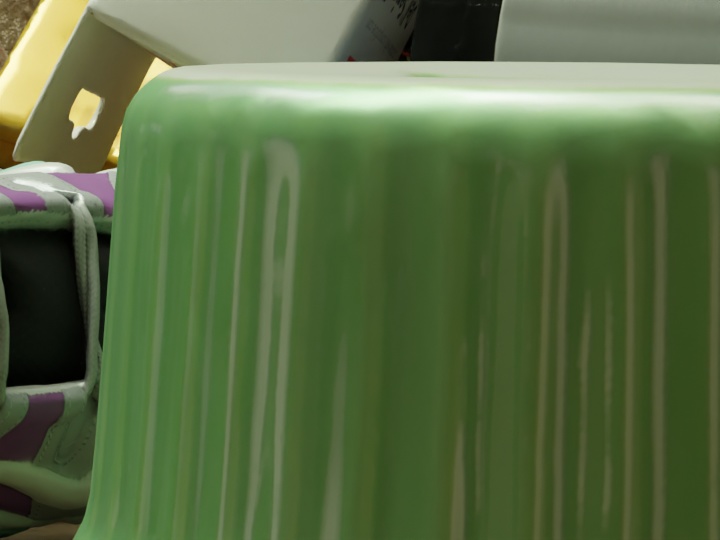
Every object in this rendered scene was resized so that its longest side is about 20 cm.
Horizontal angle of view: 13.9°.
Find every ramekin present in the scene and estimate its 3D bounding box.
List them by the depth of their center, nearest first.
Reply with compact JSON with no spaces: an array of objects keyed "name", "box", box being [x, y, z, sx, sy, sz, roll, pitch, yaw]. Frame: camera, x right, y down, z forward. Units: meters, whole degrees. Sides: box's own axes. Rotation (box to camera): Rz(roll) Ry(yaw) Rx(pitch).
[{"name":"ramekin","box":[0.048,0.015,0.502,0.200,0.098,0.200,0,5,0]}]

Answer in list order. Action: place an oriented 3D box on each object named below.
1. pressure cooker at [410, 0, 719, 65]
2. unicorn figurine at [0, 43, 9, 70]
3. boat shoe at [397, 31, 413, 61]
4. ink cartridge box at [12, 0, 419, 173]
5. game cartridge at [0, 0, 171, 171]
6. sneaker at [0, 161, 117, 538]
[{"name":"pressure cooker","box":[0.108,-0.038,0.683,0.200,0.176,0.179,9,6,39]},{"name":"unicorn figurine","box":[-0.170,-0.023,1.060,0.200,0.074,0.137,-12,-12,36]},{"name":"boat shoe","box":[0.020,-0.084,0.875,0.201,0.074,0.063,27,-32,9]},{"name":"ink cartridge box","box":[-0.009,-0.098,0.791,0.067,0.200,0.117,29,1,6]},{"name":"game cartridge","box":[0.006,-0.071,0.917,0.200,0.176,0.032,20,-35,4]},{"name":"sneaker","box":[-0.083,0.011,0.542,0.200,0.078,0.140,-12,-7,-21]}]
